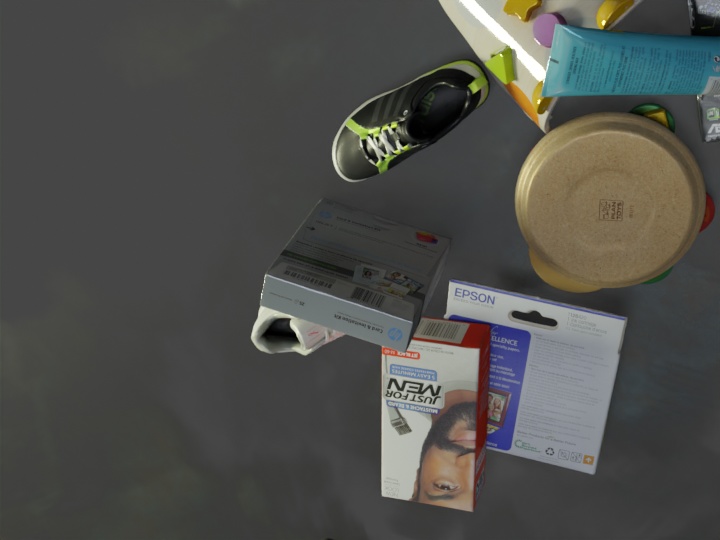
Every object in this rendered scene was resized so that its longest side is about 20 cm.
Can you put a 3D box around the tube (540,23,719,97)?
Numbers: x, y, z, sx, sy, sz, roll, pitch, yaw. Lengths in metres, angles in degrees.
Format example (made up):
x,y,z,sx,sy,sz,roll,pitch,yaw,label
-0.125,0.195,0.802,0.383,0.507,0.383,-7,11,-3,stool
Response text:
x,y,z,sx,sy,sz,roll,pitch,yaw,label
0.268,-0.188,1.166,0.197,0.051,0.078,1,127,-6,tube

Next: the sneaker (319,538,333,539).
x,y,z,sx,sy,sz,roll,pitch,yaw,label
-0.073,0.424,1.595,0.114,0.076,0.202,0,114,18,sneaker

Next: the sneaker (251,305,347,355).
x,y,z,sx,sy,sz,roll,pitch,yaw,label
-0.032,0.053,1.406,0.198,0.100,0.078,-21,107,22,sneaker

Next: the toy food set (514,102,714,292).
x,y,z,sx,sy,sz,roll,pitch,yaw,label
0.257,-0.069,1.301,0.196,0.049,0.202,-11,114,17,toy food set

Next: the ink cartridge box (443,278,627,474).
x,y,z,sx,sy,sz,roll,pitch,yaw,label
0.183,0.112,1.407,0.195,0.047,0.202,13,114,12,ink cartridge box

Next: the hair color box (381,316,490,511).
x,y,z,sx,sy,sz,roll,pitch,yaw,label
0.082,0.156,1.400,0.110,0.064,0.202,6,115,16,hair color box

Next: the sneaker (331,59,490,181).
x,y,z,sx,sy,sz,roll,pitch,yaw,label
0.044,-0.153,1.306,0.199,0.083,0.072,-33,101,25,sneaker

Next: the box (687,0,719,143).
x,y,z,sx,sy,sz,roll,pitch,yaw,label
0.411,-0.227,1.197,0.198,0.048,0.195,-6,109,18,box

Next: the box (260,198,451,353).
x,y,z,sx,sy,sz,roll,pitch,yaw,label
0.000,0.000,1.318,0.154,0.200,0.042,18,119,7,box

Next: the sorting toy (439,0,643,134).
x,y,z,sx,sy,sz,roll,pitch,yaw,label
0.165,-0.262,1.233,0.180,0.107,0.201,45,118,13,sorting toy
